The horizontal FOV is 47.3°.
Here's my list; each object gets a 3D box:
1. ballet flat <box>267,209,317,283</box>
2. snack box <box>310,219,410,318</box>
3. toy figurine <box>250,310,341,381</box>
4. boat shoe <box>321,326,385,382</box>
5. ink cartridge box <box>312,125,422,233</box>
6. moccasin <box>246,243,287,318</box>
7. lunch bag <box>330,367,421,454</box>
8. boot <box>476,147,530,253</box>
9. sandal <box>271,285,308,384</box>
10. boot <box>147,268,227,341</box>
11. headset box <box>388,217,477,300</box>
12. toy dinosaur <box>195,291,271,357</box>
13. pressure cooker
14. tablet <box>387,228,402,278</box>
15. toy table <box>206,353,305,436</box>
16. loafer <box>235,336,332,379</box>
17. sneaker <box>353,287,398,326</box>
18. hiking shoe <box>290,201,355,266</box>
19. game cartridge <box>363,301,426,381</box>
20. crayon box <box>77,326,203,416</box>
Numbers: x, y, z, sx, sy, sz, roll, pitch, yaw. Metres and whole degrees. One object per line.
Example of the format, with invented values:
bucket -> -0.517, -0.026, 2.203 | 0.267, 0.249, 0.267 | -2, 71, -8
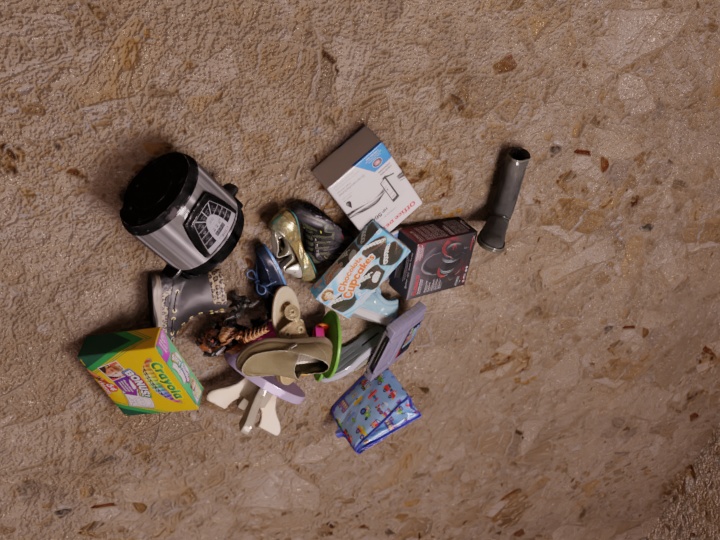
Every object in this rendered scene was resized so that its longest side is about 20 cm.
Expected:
ballet flat -> -0.143, -0.036, 1.675 | 0.070, 0.071, 0.201 | -28, 134, -12
snack box -> 0.000, 0.000, 1.719 | 0.200, 0.037, 0.116 | -48, 135, 9
toy figurine -> -0.158, 0.171, 1.816 | 0.182, 0.151, 0.201 | 5, 144, -19
boat shoe -> -0.014, 0.210, 1.947 | 0.199, 0.072, 0.062 | -31, 138, -11
ink cartridge box -> 0.018, -0.170, 1.684 | 0.146, 0.084, 0.200 | -41, 134, 1
moccasin -> -0.188, 0.035, 1.706 | 0.068, 0.081, 0.201 | -24, 130, -10
lunch bag -> 0.021, 0.343, 2.006 | 0.199, 0.151, 0.094 | -36, 133, -5
boot -> 0.328, -0.159, 1.851 | 0.072, 0.182, 0.201 | 20, 123, -1
sandal -> -0.133, 0.139, 1.687 | 0.077, 0.069, 0.214 | -16, 114, -46
boot -> -0.345, 0.087, 1.649 | 0.149, 0.073, 0.202 | -11, 120, -21
headset box -> 0.156, -0.026, 1.866 | 0.198, 0.075, 0.150 | -12, 127, -33
toy dinosaur -> -0.252, 0.131, 1.678 | 0.136, 0.198, 0.103 | -53, 141, -38
pressure cooker -> -0.307, -0.093, 1.479 | 0.175, 0.180, 0.200 | -25, 136, 18
tablet -> 0.018, -0.009, 1.804 | 0.199, 0.014, 0.131 | -27, 138, -39
toy table -> -0.232, 0.269, 1.792 | 0.199, 0.184, 0.118 | 33, 95, -5
loafer -> -0.147, 0.176, 1.625 | 0.198, 0.068, 0.077 | -10, 129, -12
sneaker -> 0.004, 0.065, 1.868 | 0.199, 0.074, 0.083 | 21, 80, -36
hiking shoe -> -0.086, -0.063, 1.702 | 0.101, 0.076, 0.200 | -50, 134, 4
game cartridge -> 0.083, 0.169, 1.937 | 0.129, 0.038, 0.201 | -29, 154, -37
crayon box -> -0.431, 0.205, 1.630 | 0.171, 0.059, 0.201 | -7, 135, 17
